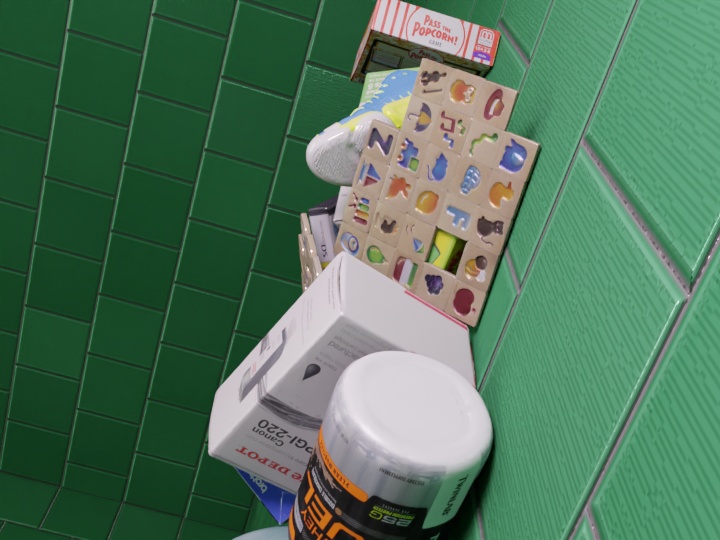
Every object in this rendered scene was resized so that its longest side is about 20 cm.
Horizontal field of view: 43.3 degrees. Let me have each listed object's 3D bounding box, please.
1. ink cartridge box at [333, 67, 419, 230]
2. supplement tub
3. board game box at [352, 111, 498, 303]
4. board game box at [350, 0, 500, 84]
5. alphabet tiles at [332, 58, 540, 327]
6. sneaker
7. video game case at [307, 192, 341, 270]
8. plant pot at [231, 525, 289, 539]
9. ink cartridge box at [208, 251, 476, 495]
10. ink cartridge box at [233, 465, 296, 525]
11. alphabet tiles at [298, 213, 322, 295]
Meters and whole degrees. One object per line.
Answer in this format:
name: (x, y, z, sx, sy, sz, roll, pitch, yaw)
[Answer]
ink cartridge box: (0.048, -0.101, 1.016, 0.146, 0.083, 0.201, 56, -140, -53)
supplement tub: (0.015, 0.172, 0.698, 0.123, 0.122, 0.201, -83, 10, -57)
board game box: (0.059, -0.040, 0.847, 0.047, 0.101, 0.201, -3, -59, -52)
board game box: (0.074, -0.266, 1.141, 0.200, 0.150, 0.047, 147, 138, -80)
alphabet tiles: (0.065, -0.076, 0.802, 0.008, 0.167, 0.201, -6, -61, -54)
sneaker: (0.027, -0.146, 0.909, 0.105, 0.199, 0.076, -127, 29, -46)
video game case: (0.000, 0.000, 1.042, 0.200, 0.025, 0.182, -38, -60, -67)
plant pot: (-0.059, 0.315, 0.828, 0.134, 0.199, 0.201, -36, -30, -54)
ink cartridge box: (-0.019, 0.104, 0.784, 0.200, 0.145, 0.085, -47, 25, 30)
ink cartridge box: (-0.081, 0.207, 0.932, 0.044, 0.094, 0.200, -40, -13, -5)
alphabet tiles: (-0.041, 0.051, 0.922, 0.200, 0.014, 0.197, -110, 15, -55)
